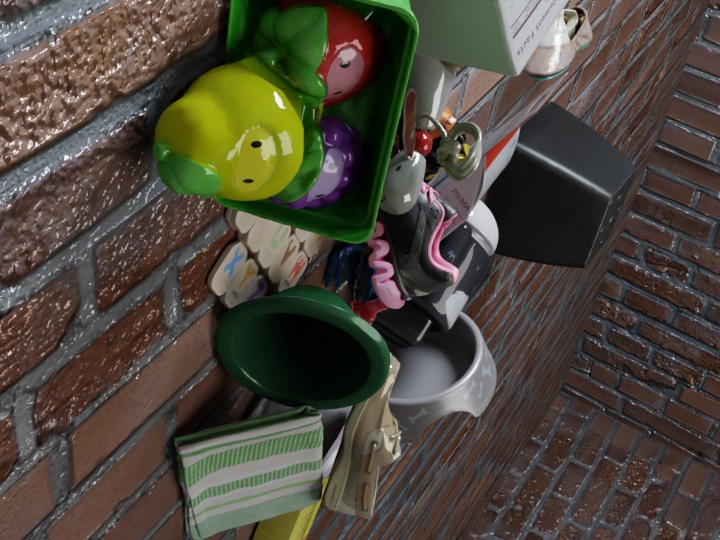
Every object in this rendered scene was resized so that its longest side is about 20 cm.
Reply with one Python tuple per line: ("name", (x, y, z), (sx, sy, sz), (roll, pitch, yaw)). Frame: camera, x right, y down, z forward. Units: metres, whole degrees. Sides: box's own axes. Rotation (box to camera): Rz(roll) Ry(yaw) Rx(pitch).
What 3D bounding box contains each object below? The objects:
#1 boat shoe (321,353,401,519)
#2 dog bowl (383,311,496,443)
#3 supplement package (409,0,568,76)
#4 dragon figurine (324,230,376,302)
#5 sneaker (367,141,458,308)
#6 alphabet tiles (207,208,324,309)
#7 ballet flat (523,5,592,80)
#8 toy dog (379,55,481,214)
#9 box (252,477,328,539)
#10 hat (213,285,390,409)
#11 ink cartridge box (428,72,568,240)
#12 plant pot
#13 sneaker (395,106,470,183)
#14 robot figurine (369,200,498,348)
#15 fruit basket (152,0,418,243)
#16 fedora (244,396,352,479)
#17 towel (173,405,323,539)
("boat shoe", (0.014, 0.176, 1.145), (0.072, 0.065, 0.201), (-63, 172, -67))
("dog bowl", (0.066, 0.116, 1.330), (0.200, 0.199, 0.059), (-50, 144, -36))
("supplement package", (0.087, -0.277, 0.880), (0.118, 0.117, 0.200), (-55, 146, -24))
("dragon figurine", (0.000, 0.000, 1.186), (0.099, 0.059, 0.201), (-28, 140, -61))
("sneaker", (0.048, -0.067, 1.068), (0.079, 0.095, 0.201), (-22, 101, -69))
("alphabet tiles", (-0.070, -0.047, 1.000), (0.196, 0.015, 0.200), (-59, 161, -15))
("ballet flat", (0.271, -0.323, 1.502), (0.200, 0.068, 0.068), (-48, 138, -53))
("toy dog", (0.040, -0.164, 1.000), (0.132, 0.096, 0.201), (-29, -133, 46))
("box", (-0.076, 0.275, 1.373), (0.201, 0.050, 0.075), (-67, 162, 14))
("hat", (-0.042, 0.023, 1.055), (0.200, 0.165, 0.177), (97, 3, -51))
("ink cartridge box", (0.139, -0.112, 1.141), (0.200, 0.057, 0.163), (-33, -172, 32))
("plant pot", (0.316, -0.120, 1.706), (0.199, 0.177, 0.201), (-41, 151, -50))
("sneaker", (0.076, -0.128, 1.166), (0.070, 0.090, 0.200), (-60, 161, -9))
("robot figurine", (0.081, -0.007, 1.305), (0.200, 0.150, 0.125), (-58, 136, -13))
("fruit basket", (-0.052, -0.109, 0.783), (0.216, 0.155, 0.217), (16, 90, -86))
("fedora", (-0.056, 0.176, 1.223), (0.200, 0.090, 0.177), (-51, 158, -32))
("towel", (-0.109, 0.207, 1.099), (0.152, 0.023, 0.200), (-14, 144, -13))
